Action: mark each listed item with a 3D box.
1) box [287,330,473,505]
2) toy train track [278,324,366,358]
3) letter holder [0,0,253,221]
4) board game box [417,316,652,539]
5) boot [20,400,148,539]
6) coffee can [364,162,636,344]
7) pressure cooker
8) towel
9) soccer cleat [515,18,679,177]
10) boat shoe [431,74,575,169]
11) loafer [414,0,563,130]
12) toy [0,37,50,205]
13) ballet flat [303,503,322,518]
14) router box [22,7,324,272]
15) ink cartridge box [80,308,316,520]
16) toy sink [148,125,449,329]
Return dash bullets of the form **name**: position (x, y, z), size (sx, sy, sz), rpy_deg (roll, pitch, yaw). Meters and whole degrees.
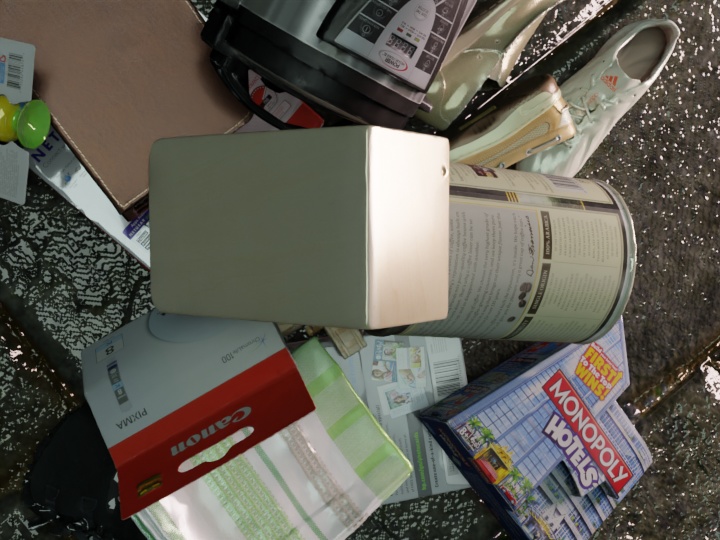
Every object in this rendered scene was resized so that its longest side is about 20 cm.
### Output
- **box**: position (0.001, 0.135, 0.881), size (0.199, 0.041, 0.157), rpy_deg (-10, 92, -10)
- **toy train track**: position (0.000, 0.000, 0.862), size (0.199, 0.033, 0.115), rpy_deg (-31, 72, -17)
- **letter holder**: position (-0.192, -0.163, 0.770), size (0.142, 0.101, 0.200), rpy_deg (-38, 96, -9)
- **board game box**: position (0.187, 0.142, 0.881), size (0.200, 0.062, 0.200), rpy_deg (-42, 103, -18)
- **boot**: position (-0.181, 0.145, 0.813), size (0.162, 0.073, 0.199), rpy_deg (10, 64, 29)
- **coffee can**: position (0.105, -0.014, 0.807), size (0.199, 0.146, 0.147), rpy_deg (4, 90, -22)
- **pressure cooker**: position (-0.012, -0.193, 0.718), size (0.175, 0.179, 0.201), rpy_deg (32, 102, 9)
- **towel**: position (-0.066, 0.166, 0.753), size (0.200, 0.031, 0.149), rpy_deg (-39, 97, -24)
- **soccer cleat**: position (0.216, -0.157, 0.895), size (0.069, 0.078, 0.200), rpy_deg (41, 85, -7)
- **boat shoe**: position (0.100, -0.093, 0.868), size (0.199, 0.072, 0.076), rpy_deg (-29, 110, 13)
- **loafer**: position (0.115, -0.200, 0.883), size (0.200, 0.076, 0.068), rpy_deg (-39, 106, -10)
- **toy**: position (-0.316, -0.131, 0.731), size (0.199, 0.047, 0.116), rpy_deg (17, 109, 23)
- **ballet flat**: position (-0.113, 0.191, 0.834), size (0.199, 0.067, 0.071), rpy_deg (-5, 68, 20)
- **router box**: position (-0.164, -0.112, 0.849), size (0.179, 0.049, 0.200), rpy_deg (40, 85, -7)
- **ink cartridge box**: position (-0.134, 0.083, 0.751), size (0.160, 0.200, 0.047), rpy_deg (-29, 118, -4)
- **toy sink**: position (-0.044, -0.031, 0.701), size (0.199, 0.112, 0.131), rpy_deg (1, 92, 35)
